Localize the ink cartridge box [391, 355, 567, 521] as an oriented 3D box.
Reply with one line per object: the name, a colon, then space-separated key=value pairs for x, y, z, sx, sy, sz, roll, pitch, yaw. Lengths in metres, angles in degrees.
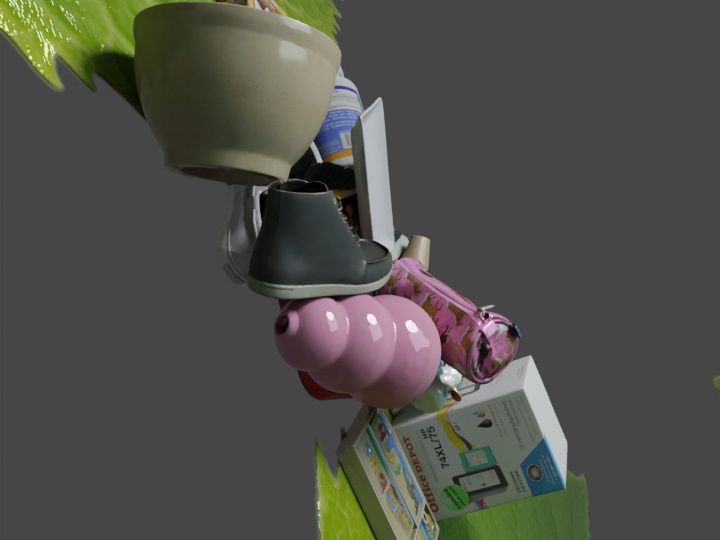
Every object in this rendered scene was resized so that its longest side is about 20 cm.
ink cartridge box: x=0.169 y=0.236 z=0.968 sx=0.147 sy=0.199 sz=0.146 roll=66 pitch=20 yaw=-2

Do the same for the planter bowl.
planter bowl: x=-0.125 y=-0.156 z=0.669 sx=0.200 sy=0.199 sz=0.135 roll=9 pitch=87 yaw=-68

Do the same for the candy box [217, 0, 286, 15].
candy box: x=-0.143 y=-0.321 z=0.974 sx=0.117 sy=0.056 sz=0.201 roll=36 pitch=35 yaw=-56

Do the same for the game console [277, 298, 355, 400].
game console: x=-0.046 y=0.062 z=0.853 sx=0.177 sy=0.031 sz=0.201 roll=25 pitch=46 yaw=-67

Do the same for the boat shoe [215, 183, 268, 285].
boat shoe: x=-0.110 y=-0.070 z=0.756 sx=0.072 sy=0.068 sz=0.200 roll=56 pitch=22 yaw=-30

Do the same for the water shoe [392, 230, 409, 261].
water shoe: x=0.015 y=-0.024 z=1.081 sx=0.079 sy=0.072 sz=0.200 roll=38 pitch=22 yaw=5

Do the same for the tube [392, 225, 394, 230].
tube: x=0.029 y=-0.093 z=1.212 sx=0.078 sy=0.050 sz=0.200 roll=-80 pitch=149 yaw=-45

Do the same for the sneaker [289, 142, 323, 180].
sneaker: x=-0.079 y=-0.109 z=0.886 sx=0.200 sy=0.075 sz=0.088 roll=43 pitch=36 yaw=-51

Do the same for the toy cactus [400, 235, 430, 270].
toy cactus: x=0.083 y=0.029 z=1.077 sx=0.200 sy=0.102 sz=0.166 roll=31 pitch=72 yaw=-70

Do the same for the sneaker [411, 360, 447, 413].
sneaker: x=0.078 y=0.106 z=0.875 sx=0.076 sy=0.105 sz=0.200 roll=60 pitch=-13 yaw=-22

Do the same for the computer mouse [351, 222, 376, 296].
computer mouse: x=0.000 y=0.000 z=0.889 sx=0.200 sy=0.046 sz=0.141 roll=25 pitch=58 yaw=-64

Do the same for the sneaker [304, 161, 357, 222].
sneaker: x=-0.047 y=-0.064 z=0.832 sx=0.200 sy=0.070 sz=0.090 roll=-65 pitch=173 yaw=-60

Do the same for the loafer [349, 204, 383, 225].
loafer: x=0.008 y=-0.095 z=0.993 sx=0.200 sy=0.073 sz=0.071 roll=-170 pitch=-83 yaw=-79

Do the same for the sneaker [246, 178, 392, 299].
sneaker: x=-0.023 y=-0.036 z=0.691 sx=0.200 sy=0.075 sz=0.107 roll=-11 pitch=118 yaw=-54

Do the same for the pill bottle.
pill bottle: x=-0.046 y=-0.221 z=1.038 sx=0.112 sy=0.112 sz=0.201 roll=25 pitch=45 yaw=-63

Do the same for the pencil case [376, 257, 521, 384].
pencil case: x=0.097 y=0.054 z=0.824 sx=0.083 sy=0.087 sz=0.200 roll=27 pitch=5 yaw=-39

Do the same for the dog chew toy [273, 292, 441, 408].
dog chew toy: x=-0.006 y=0.077 z=0.722 sx=0.200 sy=0.124 sz=0.125 roll=20 pitch=48 yaw=-43

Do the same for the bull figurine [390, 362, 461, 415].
bull figurine: x=0.097 y=0.147 z=0.995 sx=0.065 sy=0.121 sz=0.200 roll=64 pitch=19 yaw=-7

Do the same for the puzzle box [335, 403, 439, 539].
puzzle box: x=0.038 y=0.273 z=0.840 sx=0.201 sy=0.025 sz=0.133 roll=65 pitch=19 yaw=-7

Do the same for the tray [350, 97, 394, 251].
tray: x=0.014 y=-0.101 z=0.839 sx=0.107 sy=0.022 sz=0.201 roll=-59 pitch=146 yaw=-60
